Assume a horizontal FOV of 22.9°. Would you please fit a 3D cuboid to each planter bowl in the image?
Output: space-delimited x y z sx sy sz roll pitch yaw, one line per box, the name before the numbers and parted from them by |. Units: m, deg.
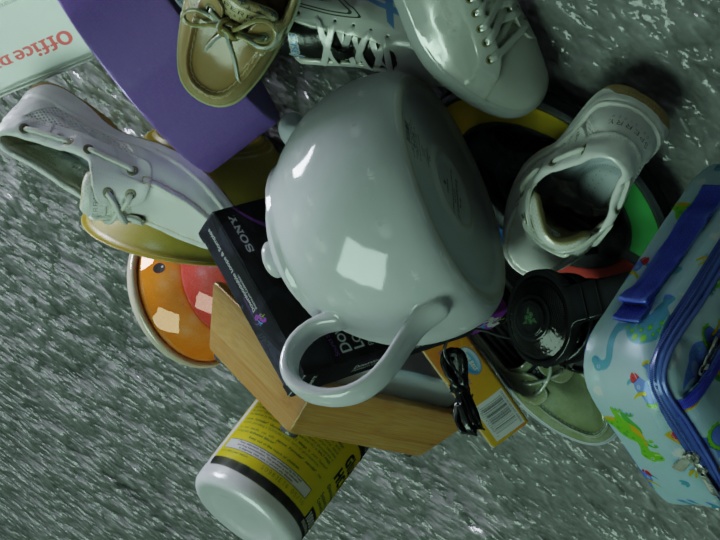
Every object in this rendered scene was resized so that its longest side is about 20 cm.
planter bowl | -0.126 -0.074 1.454 0.200 0.200 0.084 19 113 33

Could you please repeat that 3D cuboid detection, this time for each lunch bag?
lunch bag | 0.230 0.039 1.105 0.082 0.200 0.161 4 137 48

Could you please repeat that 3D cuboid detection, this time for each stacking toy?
stacking toy | -0.096 -0.004 1.573 0.200 0.146 0.146 -20 120 38

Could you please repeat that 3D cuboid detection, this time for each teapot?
teapot | 0.000 -0.026 1.193 0.146 0.200 0.198 -22 92 18

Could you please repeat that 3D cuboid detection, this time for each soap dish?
soap dish | -0.021 0.083 1.495 0.200 0.081 0.157 17 -161 -47

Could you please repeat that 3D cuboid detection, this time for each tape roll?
tape roll | -0.143 -0.169 1.277 0.200 0.066 0.200 52 -174 -8

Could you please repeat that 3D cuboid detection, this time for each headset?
headset | 0.147 0.049 1.224 0.200 0.094 0.123 -17 166 25

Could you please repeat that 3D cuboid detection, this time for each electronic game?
electronic game | 0.132 -0.057 1.255 0.200 0.042 0.200 29 152 17

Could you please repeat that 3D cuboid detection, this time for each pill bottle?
pill bottle | -0.053 0.154 1.644 0.112 0.200 0.112 30 153 17

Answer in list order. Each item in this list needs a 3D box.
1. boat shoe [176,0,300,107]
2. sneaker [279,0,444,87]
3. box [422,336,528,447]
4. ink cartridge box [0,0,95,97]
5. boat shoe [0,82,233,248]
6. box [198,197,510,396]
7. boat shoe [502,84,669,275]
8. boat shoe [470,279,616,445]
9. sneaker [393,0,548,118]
boat shoe | -0.068 -0.194 1.133 0.073 0.063 0.200 21 109 -5
sneaker | -0.009 -0.163 1.229 0.200 0.073 0.072 23 148 25
box | 0.060 0.048 1.436 0.119 0.041 0.200 54 -177 -29
ink cartridge box | -0.292 -0.244 1.362 0.145 0.083 0.200 -17 119 26
boat shoe | -0.186 -0.064 1.336 0.200 0.069 0.071 29 142 13
box | 0.000 0.000 1.288 0.143 0.200 0.036 59 144 19
boat shoe | 0.133 -0.043 1.169 0.071 0.069 0.200 31 147 2
boat shoe | 0.132 0.070 1.405 0.200 0.072 0.062 44 -165 -8
sneaker | 0.066 -0.177 1.109 0.200 0.073 0.085 51 153 -22
